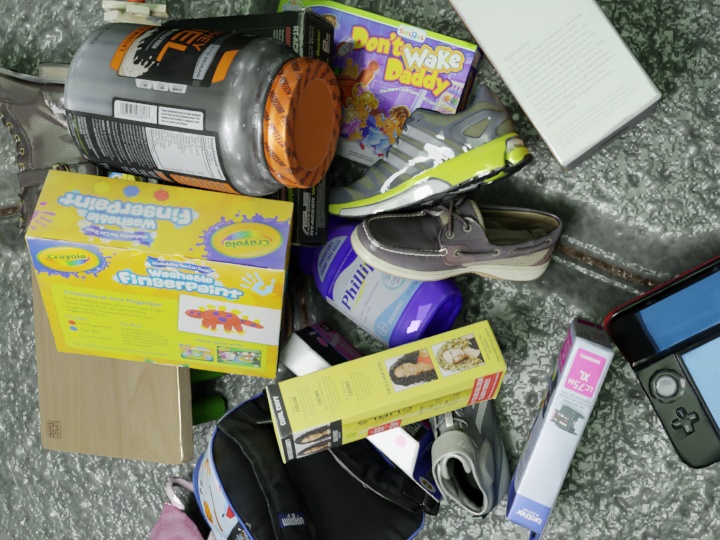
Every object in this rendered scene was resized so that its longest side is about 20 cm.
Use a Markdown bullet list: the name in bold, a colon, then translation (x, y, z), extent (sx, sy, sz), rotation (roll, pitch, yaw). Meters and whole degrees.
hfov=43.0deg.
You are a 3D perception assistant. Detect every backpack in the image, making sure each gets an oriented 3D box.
- **backpack**: translation (-0.059, 0.208, 0.851), extent (0.192, 0.199, 0.154), rotation (58, 138, 14)

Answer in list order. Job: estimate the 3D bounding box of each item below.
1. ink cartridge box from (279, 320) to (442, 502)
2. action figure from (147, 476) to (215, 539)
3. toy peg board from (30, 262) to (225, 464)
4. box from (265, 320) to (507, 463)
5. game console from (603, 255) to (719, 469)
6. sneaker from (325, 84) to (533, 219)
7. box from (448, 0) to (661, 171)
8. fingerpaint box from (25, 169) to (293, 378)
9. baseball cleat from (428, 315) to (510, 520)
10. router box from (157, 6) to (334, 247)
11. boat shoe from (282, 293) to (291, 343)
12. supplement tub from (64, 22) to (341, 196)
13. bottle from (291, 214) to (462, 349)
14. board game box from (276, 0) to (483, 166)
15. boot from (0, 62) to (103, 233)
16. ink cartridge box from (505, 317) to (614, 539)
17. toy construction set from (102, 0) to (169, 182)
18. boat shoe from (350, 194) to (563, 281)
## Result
- **ink cartridge box**: translation (0.014, 0.128, 0.867), extent (0.200, 0.095, 0.037), rotation (43, 102, 9)
- **action figure**: translation (-0.141, 0.304, 0.877), extent (0.132, 0.200, 0.151), rotation (20, 85, -18)
- **toy peg board**: translation (-0.231, 0.082, 0.945), extent (0.197, 0.097, 0.203), rotation (-1, 92, 31)
- **box**: translation (0.021, 0.104, 0.778), extent (0.197, 0.076, 0.051), rotation (-16, 63, -10)
- **game console**: translation (0.329, 0.065, 0.764), extent (0.198, 0.119, 0.174), rotation (-29, 86, 16)
- **sneaker**: translation (0.051, -0.098, 0.812), extent (0.198, 0.074, 0.082), rotation (-18, 82, 22)
- **box**: translation (0.161, -0.196, 0.790), extent (0.097, 0.124, 0.201), rotation (-34, 84, 15)
- **fingerpaint box**: translation (-0.160, 0.007, 0.768), extent (0.197, 0.168, 0.074), rotation (7, 53, -2)
- **baseball cleat**: translation (0.088, 0.126, 0.841), extent (0.069, 0.106, 0.202), rotation (-24, 85, 20)
- **router box**: translation (-0.104, -0.124, 0.819), extent (0.148, 0.062, 0.203), rotation (3, 93, 24)
- **boat shoe**: translation (-0.115, 0.001, 0.908), extent (0.069, 0.070, 0.203), rotation (-7, 93, 15)
- **supplement tub**: translation (-0.123, -0.128, 0.727), extent (0.197, 0.122, 0.125), rotation (11, 96, 22)
- **bottle**: translation (0.000, 0.000, 0.857), extent (0.199, 0.065, 0.084), rotation (36, 100, 29)
- **board game box**: translation (0.002, -0.175, 0.876), extent (0.198, 0.045, 0.136), rotation (20, 99, 13)
- **boot**: translation (-0.354, -0.125, 0.965), extent (0.197, 0.069, 0.177), rotation (0, 93, 13)
- **ink cartridge box**: translation (0.171, 0.147, 0.812), extent (0.041, 0.119, 0.203), rotation (18, 99, 10)
- **toy construction set**: translation (-0.195, -0.173, 0.913), extent (0.129, 0.092, 0.203), rotation (4, 105, 15)
- **boat shoe**: translation (0.088, -0.033, 0.801), extent (0.197, 0.072, 0.065), rotation (4, 134, -22)
